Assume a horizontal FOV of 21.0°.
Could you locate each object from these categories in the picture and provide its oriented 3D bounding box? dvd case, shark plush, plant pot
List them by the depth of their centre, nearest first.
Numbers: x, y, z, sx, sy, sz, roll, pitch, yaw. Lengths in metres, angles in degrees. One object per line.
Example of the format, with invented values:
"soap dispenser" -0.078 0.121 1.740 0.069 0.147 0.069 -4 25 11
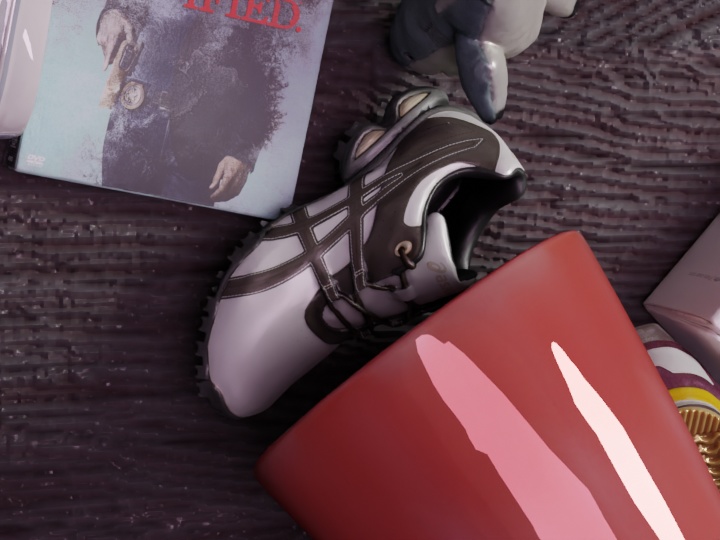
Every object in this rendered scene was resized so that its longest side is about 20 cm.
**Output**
"shark plush" 0.040 -0.148 0.911 0.083 0.200 0.091 25 74 21
"plant pot" 0.077 0.109 0.927 0.200 0.200 0.177 -34 82 -13
"dvd case" -0.084 -0.134 0.956 0.146 0.022 0.200 11 93 -22

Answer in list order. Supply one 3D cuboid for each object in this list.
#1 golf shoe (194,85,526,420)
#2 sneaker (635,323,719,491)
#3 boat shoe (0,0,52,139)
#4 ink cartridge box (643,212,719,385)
"golf shoe" 0.000 0.000 0.960 0.200 0.094 0.078 -52 138 -5
"sneaker" 0.187 0.116 1.067 0.075 0.090 0.200 -15 131 5
"boat shoe" -0.178 -0.163 0.897 0.068 0.072 0.200 5 105 -23
"ink cartridge box" 0.277 -0.001 1.076 0.145 0.084 0.200 45 81 -20
